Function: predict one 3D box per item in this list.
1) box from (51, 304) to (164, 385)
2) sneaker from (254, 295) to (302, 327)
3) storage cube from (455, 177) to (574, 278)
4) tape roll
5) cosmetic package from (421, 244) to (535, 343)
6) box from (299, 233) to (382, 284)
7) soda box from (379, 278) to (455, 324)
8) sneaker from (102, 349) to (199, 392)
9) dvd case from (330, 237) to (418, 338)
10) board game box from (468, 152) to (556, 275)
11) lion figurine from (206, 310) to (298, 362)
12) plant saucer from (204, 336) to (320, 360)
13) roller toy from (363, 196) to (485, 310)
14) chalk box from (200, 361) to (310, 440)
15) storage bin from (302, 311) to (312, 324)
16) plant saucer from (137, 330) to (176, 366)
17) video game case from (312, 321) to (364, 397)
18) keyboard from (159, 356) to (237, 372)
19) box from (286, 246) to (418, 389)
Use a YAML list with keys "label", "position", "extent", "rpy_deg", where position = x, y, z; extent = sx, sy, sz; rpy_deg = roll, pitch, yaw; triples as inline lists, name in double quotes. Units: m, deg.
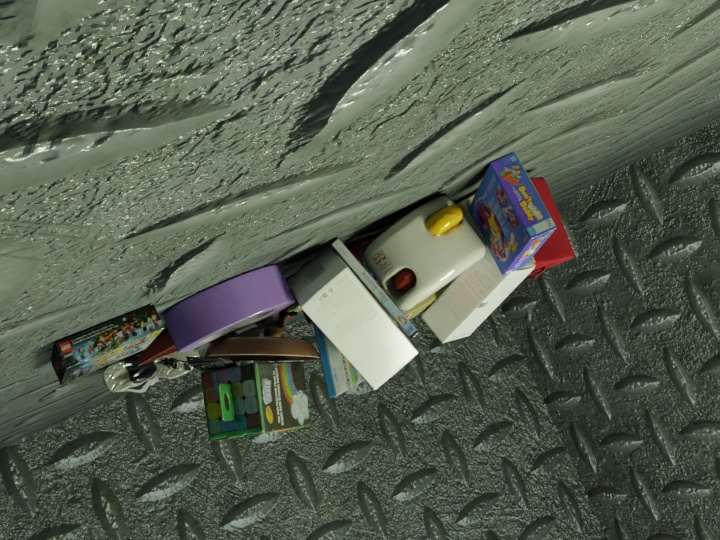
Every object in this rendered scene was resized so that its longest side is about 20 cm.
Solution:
- label: "box"
  position: [-0.363, 0.108, 1.168]
  extent: [0.136, 0.038, 0.200]
  rpy_deg: [-23, 176, -26]
- label: "sneaker"
  position: [-0.132, 0.062, 1.623]
  extent: [0.200, 0.077, 0.085]
  rpy_deg: [-26, 167, 31]
- label: "storage cube"
  position: [0.281, -0.072, 1.614]
  extent: [0.171, 0.201, 0.180]
  rpy_deg: [-26, 169, 36]
- label: "tape roll"
  position: [-0.207, 0.061, 1.302]
  extent: [0.200, 0.066, 0.200]
  rpy_deg: [-25, 177, -1]
- label: "cosmetic package"
  position: [0.214, 0.040, 1.501]
  extent: [0.102, 0.074, 0.200]
  rpy_deg: [-9, 143, -52]
- label: "box"
  position: [0.000, 0.000, 1.528]
  extent: [0.200, 0.096, 0.100]
  rpy_deg: [-21, 176, -44]
- label: "soda box"
  position: [0.082, 0.053, 1.516]
  extent: [0.200, 0.068, 0.064]
  rpy_deg: [-27, 164, -27]
- label: "sneaker"
  position: [-0.444, 0.209, 1.752]
  extent: [0.199, 0.080, 0.130]
  rpy_deg: [-23, 177, -16]
- label: "dvd case"
  position: [0.024, 0.032, 1.364]
  extent: [0.018, 0.200, 0.143]
  rpy_deg: [-41, 177, -2]
- label: "board game box"
  position: [0.239, -0.085, 1.324]
  extent: [0.045, 0.135, 0.200]
  rpy_deg: [-23, 167, -9]
- label: "lion figurine"
  position: [-0.204, 0.125, 1.564]
  extent: [0.199, 0.073, 0.123]
  rpy_deg: [-17, 162, 1]
- label: "plant saucer"
  position: [-0.169, 0.136, 1.423]
  extent: [0.200, 0.035, 0.200]
  rpy_deg: [-1, 171, 0]
- label: "roller toy"
  position: [0.104, -0.034, 1.391]
  extent: [0.182, 0.140, 0.200]
  rpy_deg: [-36, 175, 5]
- label: "chalk box"
  position: [-0.198, 0.230, 1.463]
  extent: [0.124, 0.125, 0.200]
  rpy_deg: [-13, 169, 27]
- label: "storage bin"
  position: [-0.052, 0.036, 1.740]
  extent: [0.135, 0.094, 0.200]
  rpy_deg: [-23, 175, -20]
- label: "plant saucer"
  position: [-0.311, 0.113, 1.591]
  extent: [0.200, 0.037, 0.199]
  rpy_deg: [-27, 176, 41]
- label: "video game case"
  position: [-0.033, 0.143, 1.496]
  extent: [0.018, 0.144, 0.200]
  rpy_deg: [-13, 178, 17]
- label: "keyboard"
  position: [-0.285, 0.168, 1.460]
  extent: [0.127, 0.021, 0.200]
  rpy_deg: [2, 169, -4]
- label: "box"
  position: [-0.014, 0.076, 1.346]
  extent: [0.097, 0.200, 0.124]
  rpy_deg: [-40, -157, -1]
